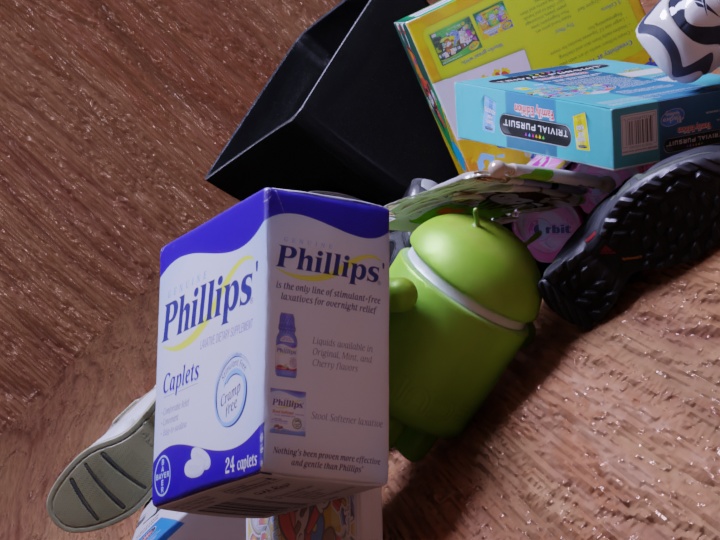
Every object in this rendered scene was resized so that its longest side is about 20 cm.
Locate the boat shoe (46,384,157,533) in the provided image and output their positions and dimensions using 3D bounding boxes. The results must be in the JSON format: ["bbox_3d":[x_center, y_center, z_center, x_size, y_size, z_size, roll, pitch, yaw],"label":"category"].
[{"bbox_3d":[-0.197,0.161,1.853,0.200,0.075,0.068,-40,4,6],"label":"boat shoe"}]

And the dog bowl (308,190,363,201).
[{"bbox_3d":[-0.038,0.032,1.848,0.200,0.200,0.059,-47,-4,-10],"label":"dog bowl"}]

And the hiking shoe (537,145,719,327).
[{"bbox_3d":[0.208,-0.044,1.488,0.200,0.076,0.101,-37,17,41],"label":"hiking shoe"}]

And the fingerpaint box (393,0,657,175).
[{"bbox_3d":[0.154,-0.183,1.805,0.199,0.168,0.073,-26,10,-5],"label":"fingerpaint box"}]

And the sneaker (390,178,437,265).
[{"bbox_3d":[0.000,0.000,1.746,0.201,0.095,0.079,-62,2,25],"label":"sneaker"}]

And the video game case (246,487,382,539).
[{"bbox_3d":[-0.038,0.156,1.518,0.182,0.023,0.202,-29,58,56],"label":"video game case"}]

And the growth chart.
[{"bbox_3d":[0.099,-0.052,1.569,0.200,0.144,0.018,-20,71,54],"label":"growth chart"}]

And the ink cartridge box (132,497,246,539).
[{"bbox_3d":[-0.122,0.205,1.793,0.146,0.084,0.200,-44,11,13],"label":"ink cartridge box"}]

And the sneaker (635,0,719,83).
[{"bbox_3d":[0.295,-0.215,1.519,0.130,0.080,0.199,-43,-15,35],"label":"sneaker"}]

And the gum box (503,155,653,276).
[{"bbox_3d":[0.158,-0.050,1.716,0.200,0.066,0.114,-41,10,24],"label":"gum box"}]

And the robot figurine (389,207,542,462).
[{"bbox_3d":[0.061,0.045,1.555,0.116,0.175,0.201,44,109,40],"label":"robot figurine"}]

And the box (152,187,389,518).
[{"bbox_3d":[-0.066,0.064,1.465,0.184,0.104,0.202,-25,61,57],"label":"box"}]

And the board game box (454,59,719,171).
[{"bbox_3d":[0.189,-0.121,1.561,0.150,0.047,0.200,-11,15,-29],"label":"board game box"}]

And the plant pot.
[{"bbox_3d":[0.006,-0.128,1.912,0.199,0.177,0.201,-28,25,58],"label":"plant pot"}]
